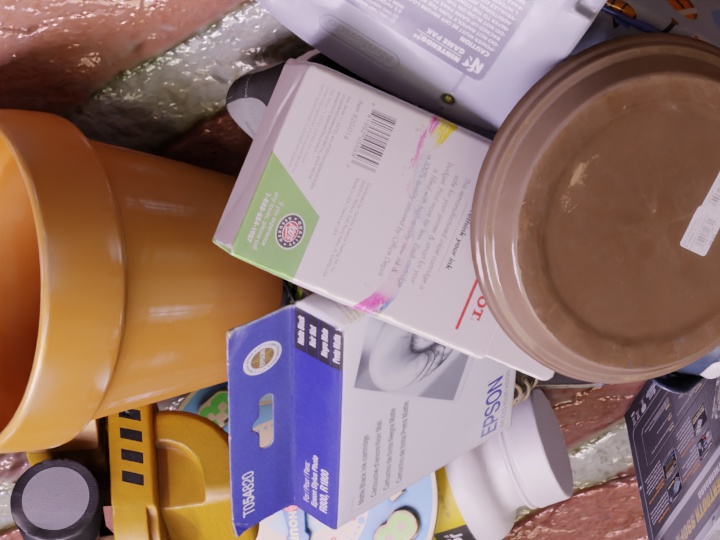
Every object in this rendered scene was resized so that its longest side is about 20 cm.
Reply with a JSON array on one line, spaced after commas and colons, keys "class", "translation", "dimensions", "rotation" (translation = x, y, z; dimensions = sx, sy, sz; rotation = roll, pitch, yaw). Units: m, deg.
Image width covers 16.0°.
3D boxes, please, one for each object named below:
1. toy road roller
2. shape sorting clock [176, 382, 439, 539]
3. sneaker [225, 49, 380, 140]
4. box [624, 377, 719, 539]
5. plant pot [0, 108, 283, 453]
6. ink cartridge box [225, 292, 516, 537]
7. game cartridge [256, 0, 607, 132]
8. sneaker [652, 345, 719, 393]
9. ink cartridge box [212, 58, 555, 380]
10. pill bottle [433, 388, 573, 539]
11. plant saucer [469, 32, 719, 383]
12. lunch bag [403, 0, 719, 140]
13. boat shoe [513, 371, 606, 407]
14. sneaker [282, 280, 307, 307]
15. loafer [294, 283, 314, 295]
[{"class": "toy road roller", "translation": [-0.142, 0.117, 1.642], "dimensions": [0.145, 0.201, 0.123], "rotation": [-6, 149, 2]}, {"class": "shape sorting clock", "translation": [-0.045, 0.153, 1.741], "dimensions": [0.199, 0.201, 0.039], "rotation": [-19, -179, 15]}, {"class": "sneaker", "translation": [-0.006, -0.074, 1.545], "dimensions": [0.079, 0.074, 0.200], "rotation": [0, 154, 34]}, {"class": "box", "translation": [0.248, 0.108, 1.740], "dimensions": [0.048, 0.159, 0.200], "rotation": [6, 140, -17]}, {"class": "plant pot", "translation": [-0.155, 0.005, 1.529], "dimensions": [0.183, 0.201, 0.200], "rotation": [-1, 146, -35]}, {"class": "ink cartridge box", "translation": [0.012, 0.069, 1.556], "dimensions": [0.199, 0.041, 0.200], "rotation": [-28, 144, -23]}, {"class": "game cartridge", "translation": [0.023, -0.162, 1.389], "dimensions": [0.200, 0.041, 0.133], "rotation": [31, 128, -5]}, {"class": "sneaker", "translation": [0.194, 0.014, 1.569], "dimensions": [0.146, 0.200, 0.081], "rotation": [17, 103, -8]}, {"class": "ink cartridge box", "translation": [0.032, -0.027, 1.435], "dimensions": [0.199, 0.118, 0.067], "rotation": [24, 180, -14]}, {"class": "pill bottle", "translation": [0.043, 0.149, 1.797], "dimensions": [0.199, 0.112, 0.111], "rotation": [-19, 141, 15]}, {"class": "plant saucer", "translation": [0.156, -0.030, 1.404], "dimensions": [0.199, 0.029, 0.201], "rotation": [-6, 109, -19]}, {"class": "lunch bag", "translation": [0.134, -0.106, 1.473], "dimensions": [0.199, 0.076, 0.160], "rotation": [28, 130, -12]}, {"class": "boat shoe", "translation": [0.084, 0.067, 1.727], "dimensions": [0.199, 0.074, 0.075], "rotation": [4, 142, -14]}, {"class": "sneaker", "translation": [-0.051, 0.028, 1.655], "dimensions": [0.199, 0.071, 0.083], "rotation": [-6, 149, 3]}, {"class": "loafer", "translation": [0.000, 0.000, 1.565], "dimensions": [0.072, 0.063, 0.200], "rotation": [-38, 149, 4]}]
